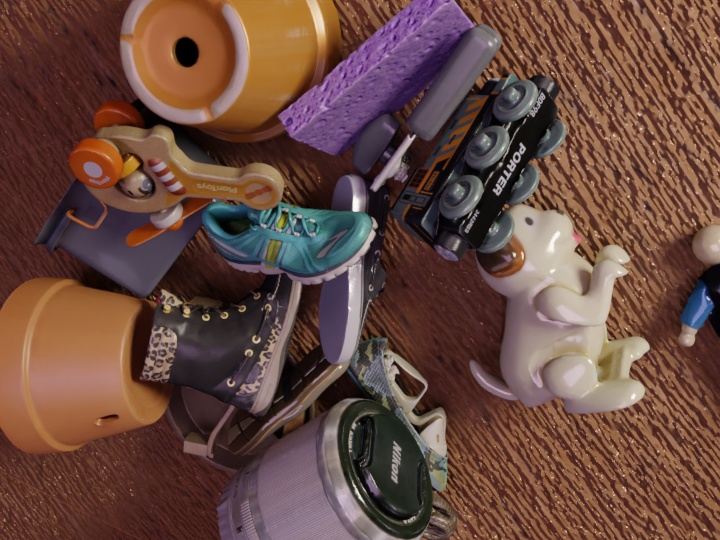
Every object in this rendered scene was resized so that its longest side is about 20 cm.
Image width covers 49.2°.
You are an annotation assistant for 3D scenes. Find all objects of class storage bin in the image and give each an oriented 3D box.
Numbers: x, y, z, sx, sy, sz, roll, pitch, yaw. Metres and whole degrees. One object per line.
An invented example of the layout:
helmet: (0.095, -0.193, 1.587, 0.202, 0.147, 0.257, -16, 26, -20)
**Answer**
storage bin: (-0.243, -0.071, 0.867, 0.134, 0.146, 0.200, 37, 112, -11)

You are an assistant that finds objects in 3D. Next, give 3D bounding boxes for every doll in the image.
doll: (0.389, 0.046, 0.797, 0.135, 0.049, 0.202, -26, 100, 18)

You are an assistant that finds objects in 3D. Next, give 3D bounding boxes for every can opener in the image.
can opener: (0.059, -0.158, 0.772, 0.066, 0.053, 0.200, 40, 121, -2)

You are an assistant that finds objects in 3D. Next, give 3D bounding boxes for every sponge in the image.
sponge: (0.023, -0.190, 0.774, 0.199, 0.111, 0.030, -36, 73, 20)

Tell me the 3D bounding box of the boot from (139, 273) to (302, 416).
boot: (-0.149, 0.048, 0.864, 0.149, 0.073, 0.203, 14, 90, -14)

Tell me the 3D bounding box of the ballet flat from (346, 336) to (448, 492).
ballet flat: (0.059, 0.162, 0.902, 0.074, 0.074, 0.201, -32, 99, 20)

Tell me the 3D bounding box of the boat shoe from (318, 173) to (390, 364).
boat shoe: (0.000, 0.000, 0.847, 0.065, 0.070, 0.203, 5, 87, -29)

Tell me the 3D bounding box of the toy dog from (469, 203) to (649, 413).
toy dog: (0.189, 0.028, 0.807, 0.192, 0.139, 0.202, -15, 103, 36)

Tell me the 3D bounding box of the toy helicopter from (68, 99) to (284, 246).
toy helicopter: (-0.171, -0.080, 0.757, 0.197, 0.080, 0.133, 7, 135, 4)

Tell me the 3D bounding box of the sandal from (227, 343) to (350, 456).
sandal: (-0.079, 0.156, 0.905, 0.199, 0.081, 0.054, -39, 118, 17)

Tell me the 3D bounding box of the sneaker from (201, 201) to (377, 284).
sneaker: (-0.077, -0.037, 0.791, 0.198, 0.078, 0.080, 0, 144, 29)

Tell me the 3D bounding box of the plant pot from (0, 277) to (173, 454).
plant pot: (-0.302, 0.106, 0.897, 0.138, 0.200, 0.203, -3, 107, 12)

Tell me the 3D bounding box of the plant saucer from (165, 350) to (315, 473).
plant saucer: (-0.149, 0.157, 0.968, 0.197, 0.029, 0.203, 4, 107, 11)

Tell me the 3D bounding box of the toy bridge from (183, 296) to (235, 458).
toy bridge: (-0.174, 0.134, 0.936, 0.066, 0.027, 0.203, 8, 108, 9)

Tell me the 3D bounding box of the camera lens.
camera lens: (-0.035, 0.242, 0.836, 0.199, 0.160, 0.161, -35, 97, 29)

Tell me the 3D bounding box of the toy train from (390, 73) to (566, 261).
toy train: (0.112, -0.103, 0.755, 0.085, 0.113, 0.202, 38, 78, -37)

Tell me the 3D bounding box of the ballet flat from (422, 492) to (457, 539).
ballet flat: (0.020, 0.259, 0.918, 0.198, 0.046, 0.068, 20, 82, 30)

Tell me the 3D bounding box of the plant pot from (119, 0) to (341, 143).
plant pot: (-0.134, -0.218, 0.763, 0.197, 0.183, 0.203, 4, 108, 12)
